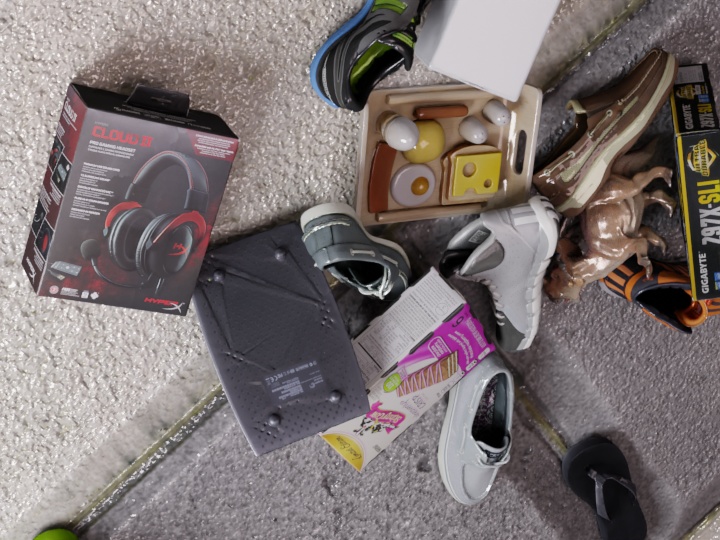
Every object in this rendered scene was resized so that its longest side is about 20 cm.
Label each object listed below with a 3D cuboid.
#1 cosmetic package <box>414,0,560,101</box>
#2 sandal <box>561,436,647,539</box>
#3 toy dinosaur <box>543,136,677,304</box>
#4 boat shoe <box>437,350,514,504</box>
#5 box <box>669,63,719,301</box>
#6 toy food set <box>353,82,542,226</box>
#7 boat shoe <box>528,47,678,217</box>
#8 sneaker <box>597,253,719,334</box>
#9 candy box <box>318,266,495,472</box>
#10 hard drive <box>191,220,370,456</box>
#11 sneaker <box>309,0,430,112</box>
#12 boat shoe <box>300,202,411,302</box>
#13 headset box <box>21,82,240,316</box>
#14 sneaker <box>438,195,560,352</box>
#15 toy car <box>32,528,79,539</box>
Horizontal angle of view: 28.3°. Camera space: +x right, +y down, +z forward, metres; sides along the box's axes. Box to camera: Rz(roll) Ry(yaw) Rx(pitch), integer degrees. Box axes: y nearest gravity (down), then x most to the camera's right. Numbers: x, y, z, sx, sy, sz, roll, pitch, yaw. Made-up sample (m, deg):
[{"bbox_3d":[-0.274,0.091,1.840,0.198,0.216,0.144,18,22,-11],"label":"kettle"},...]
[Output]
[{"bbox_3d":[0.137,-0.274,1.356,0.101,0.074,0.201,19,106,-19],"label":"cosmetic package"},{"bbox_3d":[0.306,0.274,1.730,0.076,0.043,0.200,-38,124,-5],"label":"sandal"},{"bbox_3d":[0.262,-0.060,1.531,0.086,0.135,0.201,27,75,-68],"label":"toy dinosaur"},{"bbox_3d":[0.133,0.183,1.584,0.070,0.072,0.202,-9,117,-22],"label":"boat shoe"},{"bbox_3d":[0.359,-0.094,1.510,0.049,0.160,0.201,-7,122,10],"label":"box"},{"bbox_3d":[0.085,-0.108,1.426,0.199,0.060,0.144,-6,116,-23],"label":"toy food set"},{"bbox_3d":[0.249,-0.155,1.479,0.075,0.075,0.203,36,84,-12],"label":"boat shoe"},{"bbox_3d":[0.368,0.034,1.603,0.199,0.112,0.078,6,111,-28],"label":"sneaker"},{"bbox_3d":[0.036,0.105,1.476,0.200,0.061,0.136,-42,150,-2],"label":"candy box"},{"bbox_3d":[-0.083,0.066,1.381,0.134,0.042,0.201,-20,83,-17],"label":"hard drive"},{"bbox_3d":[0.036,-0.229,1.325,0.200,0.083,0.071,-52,139,7],"label":"sneaker"},{"bbox_3d":[0.000,0.000,1.399,0.072,0.062,0.200,-21,152,15],"label":"boat shoe"},{"bbox_3d":[-0.206,-0.071,1.292,0.148,0.075,0.201,10,109,-29],"label":"headset box"},{"bbox_3d":[0.132,0.009,1.491,0.115,0.075,0.201,-7,131,-16],"label":"sneaker"},{"bbox_3d":[-0.308,0.395,1.430,0.157,0.165,0.200,31,110,-34],"label":"toy car"}]
